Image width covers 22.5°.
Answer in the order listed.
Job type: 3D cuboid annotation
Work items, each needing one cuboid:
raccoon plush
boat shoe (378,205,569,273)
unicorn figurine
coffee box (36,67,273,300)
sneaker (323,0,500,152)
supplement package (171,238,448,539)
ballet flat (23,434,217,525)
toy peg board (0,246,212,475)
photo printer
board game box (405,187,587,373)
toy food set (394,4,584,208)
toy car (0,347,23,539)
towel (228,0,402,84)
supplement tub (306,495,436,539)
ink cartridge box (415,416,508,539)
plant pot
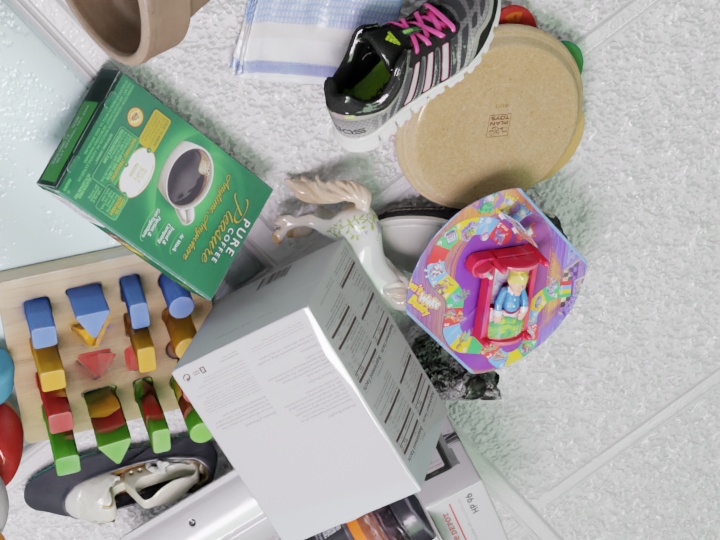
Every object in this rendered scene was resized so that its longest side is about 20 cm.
[{"bbox_3d":[0.067,0.062,1.824,0.198,0.097,0.135,0,88,4],"label":"raccoon plush"},{"bbox_3d":[0.105,-0.037,1.768,0.198,0.061,0.074,3,135,-6],"label":"boat shoe"},{"bbox_3d":[0.000,0.000,1.715,0.136,0.074,0.201,-8,130,17],"label":"unicorn figurine"},{"bbox_3d":[-0.179,-0.073,1.603,0.200,0.044,0.124,36,77,-39],"label":"coffee box"},{"bbox_3d":[0.042,-0.193,1.588,0.200,0.074,0.087,-44,151,0],"label":"sneaker"},{"bbox_3d":[-0.041,0.111,1.660,0.151,0.151,0.201,-25,107,23],"label":"supplement package"},{"bbox_3d":[-0.237,0.215,1.817,0.198,0.073,0.074,-13,130,-12],"label":"ballet flat"},{"bbox_3d":[-0.226,0.089,1.705,0.198,0.098,0.201,-13,130,-13],"label":"toy peg board"},{"bbox_3d":[-0.137,0.254,1.843,0.199,0.070,0.166,-31,168,2],"label":"photo printer"},{"bbox_3d":[0.138,0.022,1.713,0.158,0.039,0.200,-45,130,2],"label":"board game box"},{"bbox_3d":[0.122,-0.148,1.695,0.198,0.049,0.199,-19,129,-11],"label":"toy food set"},{"bbox_3d":[-0.389,0.198,1.650,0.175,0.201,0.186,1,125,-18],"label":"toy car"},{"bbox_3d":[-0.024,-0.249,1.577,0.146,0.024,0.201,2,124,-25],"label":"towel"},{"bbox_3d":[-0.017,0.314,1.957,0.199,0.107,0.107,-35,131,7],"label":"supplement tub"},{"bbox_3d":[0.092,0.226,1.872,0.067,0.201,0.116,-26,132,-1],"label":"ink cartridge box"},{"bbox_3d":[-0.147,-0.287,1.411,0.174,0.200,0.201,-30,134,-22],"label":"plant pot"}]
